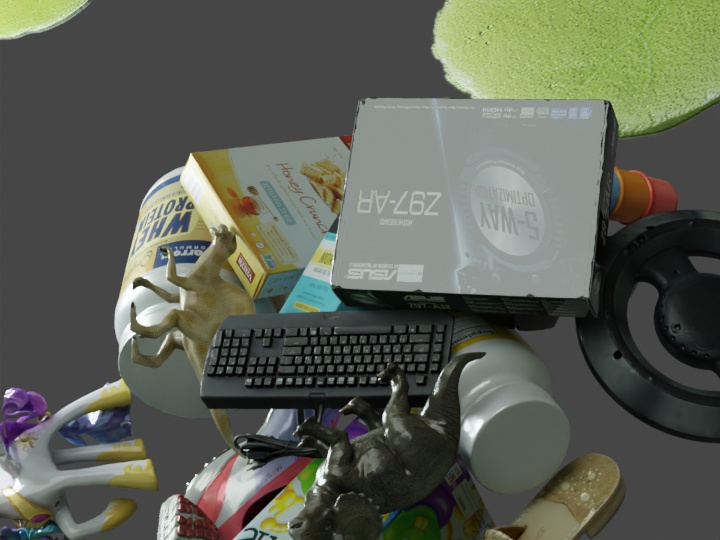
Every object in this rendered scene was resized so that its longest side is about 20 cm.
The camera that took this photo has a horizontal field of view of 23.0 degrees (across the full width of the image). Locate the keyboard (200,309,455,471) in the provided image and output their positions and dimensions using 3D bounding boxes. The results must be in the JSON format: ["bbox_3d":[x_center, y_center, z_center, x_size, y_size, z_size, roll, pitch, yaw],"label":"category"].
[{"bbox_3d":[-0.029,0.088,1.330,0.200,0.021,0.127,-3,66,22],"label":"keyboard"}]

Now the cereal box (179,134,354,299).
[{"bbox_3d":[-0.040,-0.052,1.550,0.200,0.040,0.144,-11,54,-37],"label":"cereal box"}]

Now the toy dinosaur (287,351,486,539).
[{"bbox_3d":[0.017,0.133,1.255,0.200,0.077,0.102,-32,73,-22],"label":"toy dinosaur"}]

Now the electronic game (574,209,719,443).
[{"bbox_3d":[0.262,0.039,1.345,0.200,0.042,0.200,1,59,-2],"label":"electronic game"}]

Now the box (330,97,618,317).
[{"bbox_3d":[0.086,-0.049,1.333,0.200,0.044,0.161,3,70,19],"label":"box"}]

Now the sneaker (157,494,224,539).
[{"bbox_3d":[-0.149,0.262,1.341,0.082,0.078,0.200,-16,52,24],"label":"sneaker"}]

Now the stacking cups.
[{"bbox_3d":[0.184,-0.062,1.450,0.060,0.200,0.061,-14,72,48],"label":"stacking cups"}]

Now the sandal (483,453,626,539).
[{"bbox_3d":[0.113,0.201,1.282,0.078,0.070,0.212,19,58,42],"label":"sandal"}]

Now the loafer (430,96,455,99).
[{"bbox_3d":[0.079,-0.071,1.545,0.067,0.076,0.200,-35,63,29],"label":"loafer"}]

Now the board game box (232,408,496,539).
[{"bbox_3d":[-0.011,0.215,1.309,0.200,0.105,0.103,-44,43,-18],"label":"board game box"}]

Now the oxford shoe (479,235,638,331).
[{"bbox_3d":[0.173,-0.009,1.412,0.073,0.085,0.200,30,25,28],"label":"oxford shoe"}]

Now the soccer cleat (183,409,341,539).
[{"bbox_3d":[-0.055,0.147,1.449,0.073,0.068,0.200,35,68,30],"label":"soccer cleat"}]

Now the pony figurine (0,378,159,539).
[{"bbox_3d":[-0.285,0.161,1.509,0.200,0.167,0.193,-16,46,-10],"label":"pony figurine"}]

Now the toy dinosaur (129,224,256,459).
[{"bbox_3d":[-0.134,0.048,1.421,0.101,0.058,0.200,-1,70,-5],"label":"toy dinosaur"}]

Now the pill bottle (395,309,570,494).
[{"bbox_3d":[0.083,0.088,1.374,0.111,0.111,0.200,-31,33,-4],"label":"pill bottle"}]

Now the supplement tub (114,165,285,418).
[{"bbox_3d":[-0.138,0.017,1.565,0.144,0.145,0.200,-13,41,17],"label":"supplement tub"}]

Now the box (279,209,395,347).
[{"bbox_3d":[0.000,0.000,1.415,0.200,0.049,0.082,-60,29,-9],"label":"box"}]
